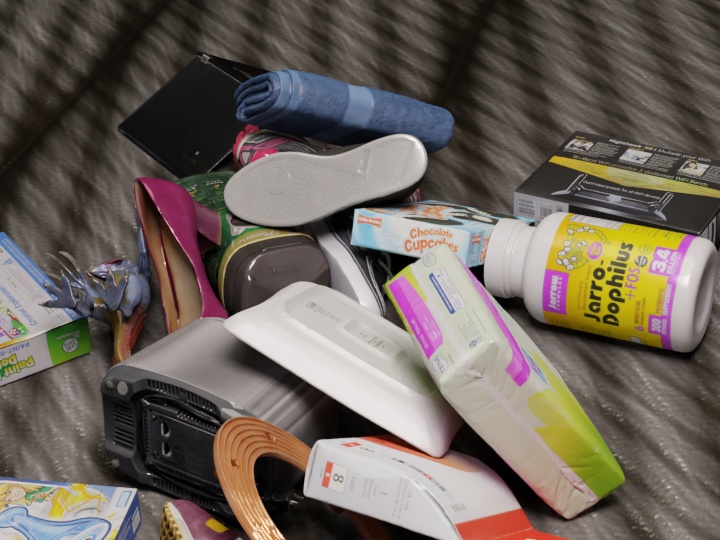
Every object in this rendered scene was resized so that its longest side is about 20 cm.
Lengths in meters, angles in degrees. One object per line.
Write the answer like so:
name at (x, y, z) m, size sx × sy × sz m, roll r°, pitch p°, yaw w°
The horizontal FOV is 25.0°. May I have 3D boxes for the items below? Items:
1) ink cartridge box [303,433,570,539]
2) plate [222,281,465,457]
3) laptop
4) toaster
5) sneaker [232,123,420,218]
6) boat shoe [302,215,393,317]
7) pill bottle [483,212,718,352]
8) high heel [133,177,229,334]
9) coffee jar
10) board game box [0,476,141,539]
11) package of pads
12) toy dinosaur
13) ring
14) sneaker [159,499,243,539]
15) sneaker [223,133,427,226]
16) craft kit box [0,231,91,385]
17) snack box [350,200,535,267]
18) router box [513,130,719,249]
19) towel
ink cartridge box at (0.079, 0.168, 1.201) m, size 0.199 × 0.051 × 0.162 m, roll 11°, pitch 1°, yaw 24°
plate at (0.004, 0.068, 1.326) m, size 0.199 × 0.032 × 0.200 m, roll 31°, pitch 14°, yaw 8°
laptop at (-0.141, -0.168, 1.887) m, size 0.199 × 0.117 × 0.187 m, roll 10°, pitch 18°, yaw -41°
toaster at (-0.104, 0.117, 1.316) m, size 0.199 × 0.114 × 0.129 m, roll 16°, pitch 34°, yaw 27°
sneaker at (-0.032, -0.084, 1.627) m, size 0.199 × 0.081 × 0.075 m, roll 14°, pitch 16°, yaw -20°
boat shoe at (0.000, 0.000, 1.547) m, size 0.067 × 0.072 × 0.200 m, roll -11°, pitch 25°, yaw -11°
pill bottle at (0.217, 0.006, 1.480) m, size 0.199 × 0.105 × 0.104 m, roll 11°, pitch 34°, yaw 23°
high heel at (-0.171, 0.014, 1.453) m, size 0.067 × 0.096 × 0.201 m, roll -30°, pitch 50°, yaw 33°
coffee jar at (-0.112, -0.020, 1.567) m, size 0.104 × 0.086 × 0.200 m, roll -10°, pitch 31°, yaw -27°
board game box at (-0.257, 0.232, 1.212) m, size 0.134 × 0.035 × 0.200 m, roll 3°, pitch 32°, yaw 9°
package of pads at (0.110, 0.086, 1.278) m, size 0.068 × 0.200 × 0.155 m, roll -38°, pitch 34°, yaw 7°
toy dinosaur at (-0.230, 0.028, 1.502) m, size 0.104 × 0.201 × 0.181 m, roll -18°, pitch -9°, yaw 9°
ring at (-0.034, 0.187, 1.164) m, size 0.019 × 0.200 × 0.201 m, roll -43°, pitch 29°, yaw 14°
sneaker at (-0.077, 0.233, 1.172) m, size 0.090 × 0.075 × 0.200 m, roll -11°, pitch 38°, yaw -29°
sneaker at (-0.025, -0.081, 1.542) m, size 0.199 × 0.071 × 0.099 m, roll -12°, pitch -5°, yaw 11°
craft kit box at (-0.383, 0.049, 1.518) m, size 0.197 × 0.049 × 0.200 m, roll -18°, pitch 34°, yaw -28°
snack box at (0.082, -0.037, 1.552) m, size 0.115 × 0.037 × 0.200 m, roll 12°, pitch 9°, yaw 22°
router box at (0.276, -0.072, 1.652) m, size 0.199 × 0.053 × 0.157 m, roll 15°, pitch 35°, yaw 27°
towel at (-0.014, -0.154, 1.577) m, size 0.199 × 0.049 × 0.111 m, roll 11°, pitch -10°, yaw -26°
